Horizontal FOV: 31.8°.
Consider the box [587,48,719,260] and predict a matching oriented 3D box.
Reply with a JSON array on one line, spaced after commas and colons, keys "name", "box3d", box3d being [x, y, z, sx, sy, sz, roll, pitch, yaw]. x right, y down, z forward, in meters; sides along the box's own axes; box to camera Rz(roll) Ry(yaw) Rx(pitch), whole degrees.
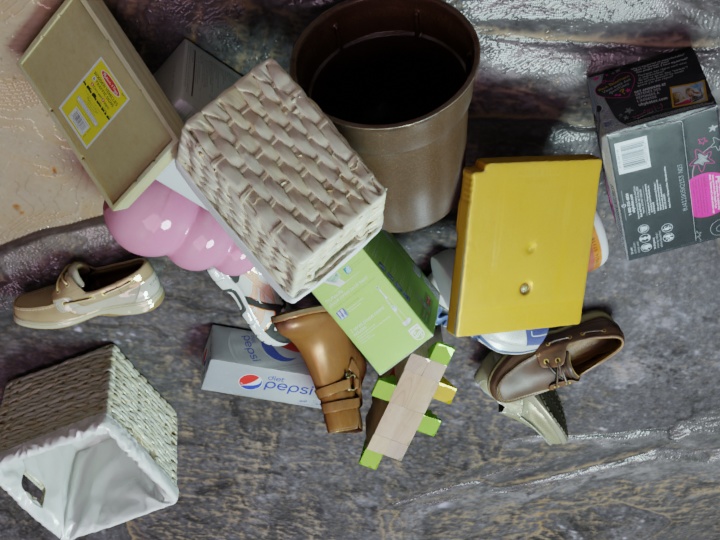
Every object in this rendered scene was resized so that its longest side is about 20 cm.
[{"name": "box", "box3d": [0.345, -0.132, 1.469, 0.130, 0.116, 0.201, -14, 132, 8]}]

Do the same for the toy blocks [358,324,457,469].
[{"name": "toy blocks", "box3d": [0.057, 0.145, 1.664, 0.099, 0.137, 0.202, 20, 113, -10]}]

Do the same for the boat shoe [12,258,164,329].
[{"name": "boat shoe", "box3d": [-0.350, 0.021, 1.600, 0.197, 0.074, 0.070, -10, 123, 4]}]

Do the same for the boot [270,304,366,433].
[{"name": "boot", "box3d": [-0.049, 0.130, 1.618, 0.076, 0.158, 0.200, -7, 167, 19]}]

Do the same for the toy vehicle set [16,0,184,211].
[{"name": "toy vehicle set", "box3d": [-0.273, -0.181, 1.339, 0.124, 0.026, 0.201, -39, 81, 31]}]

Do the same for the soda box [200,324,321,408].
[{"name": "soda box", "box3d": [-0.115, 0.133, 1.726, 0.197, 0.064, 0.069, 10, 135, -14]}]

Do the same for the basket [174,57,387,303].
[{"name": "basket", "box3d": [-0.080, -0.092, 1.264, 0.135, 0.200, 0.123, -39, 173, -13]}]

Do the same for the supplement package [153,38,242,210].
[{"name": "supplement package", "box3d": [-0.150, -0.141, 1.420, 0.199, 0.115, 0.109, 32, 125, -29]}]

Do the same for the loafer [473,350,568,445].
[{"name": "loafer", "box3d": [0.229, 0.181, 1.800, 0.068, 0.076, 0.200, -28, 121, 23]}]

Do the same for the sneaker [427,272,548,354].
[{"name": "sneaker", "box3d": [0.171, 0.032, 1.639, 0.197, 0.081, 0.116, 18, 133, -19]}]

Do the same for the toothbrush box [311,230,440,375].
[{"name": "toothbrush box", "box3d": [0.000, 0.000, 1.491, 0.086, 0.146, 0.201, -35, 101, 16]}]

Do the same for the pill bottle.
[{"name": "pill bottle", "box3d": [0.190, -0.019, 1.530, 0.198, 0.113, 0.113, -25, 135, -9]}]

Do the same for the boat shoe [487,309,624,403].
[{"name": "boat shoe", "box3d": [0.264, 0.121, 1.701, 0.198, 0.068, 0.073, -27, 115, -5]}]

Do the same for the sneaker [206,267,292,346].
[{"name": "sneaker", "box3d": [-0.122, 0.022, 1.611, 0.079, 0.074, 0.201, -23, 132, 15]}]

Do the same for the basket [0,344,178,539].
[{"name": "basket", "box3d": [-0.372, 0.235, 1.736, 0.198, 0.162, 0.199, -19, 133, 15]}]

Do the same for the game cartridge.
[{"name": "game cartridge", "box3d": [0.185, -0.030, 1.435, 0.174, 0.032, 0.203, -4, 109, -26]}]

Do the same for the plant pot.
[{"name": "plant pot", "box3d": [0.035, -0.159, 1.374, 0.197, 0.202, 0.199, -7, 142, 2]}]

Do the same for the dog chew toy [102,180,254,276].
[{"name": "dog chew toy", "box3d": [-0.199, -0.058, 1.485, 0.198, 0.126, 0.125, 26, 127, -23]}]
